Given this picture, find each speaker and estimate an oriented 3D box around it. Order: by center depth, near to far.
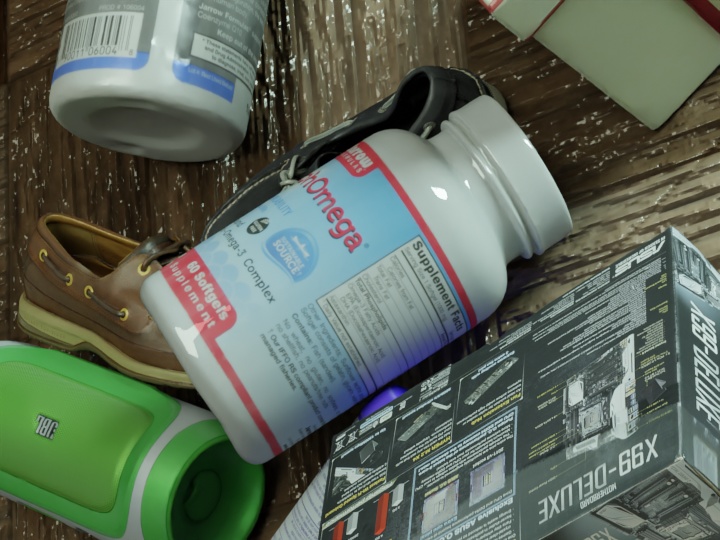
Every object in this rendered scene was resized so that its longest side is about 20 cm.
[{"bbox_3d":[-0.146,0.097,1.248,0.200,0.088,0.089,17,82,40],"label":"speaker"}]

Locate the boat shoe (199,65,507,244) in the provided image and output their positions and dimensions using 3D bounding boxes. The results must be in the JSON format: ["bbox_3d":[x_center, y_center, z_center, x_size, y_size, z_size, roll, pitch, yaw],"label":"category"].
[{"bbox_3d":[-0.018,-0.054,1.227,0.200,0.063,0.073,-28,60,26],"label":"boat shoe"}]

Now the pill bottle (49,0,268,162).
[{"bbox_3d":[-0.106,-0.173,1.309,0.114,0.114,0.201,-3,70,36],"label":"pill bottle"}]

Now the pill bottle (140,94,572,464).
[{"bbox_3d":[0.000,0.000,1.135,0.200,0.109,0.109,-33,52,-5],"label":"pill bottle"}]

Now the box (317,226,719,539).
[{"bbox_3d":[0.069,0.088,0.970,0.200,0.050,0.158,-33,26,25],"label":"box"}]

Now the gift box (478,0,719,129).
[{"bbox_3d":[0.115,-0.215,1.113,0.200,0.187,0.185,-52,51,9],"label":"gift box"}]

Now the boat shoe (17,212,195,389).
[{"bbox_3d":[-0.111,0.016,1.246,0.200,0.072,0.068,15,113,36],"label":"boat shoe"}]

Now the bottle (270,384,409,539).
[{"bbox_3d":[-0.017,0.154,1.132,0.200,0.065,0.084,-55,16,5],"label":"bottle"}]
